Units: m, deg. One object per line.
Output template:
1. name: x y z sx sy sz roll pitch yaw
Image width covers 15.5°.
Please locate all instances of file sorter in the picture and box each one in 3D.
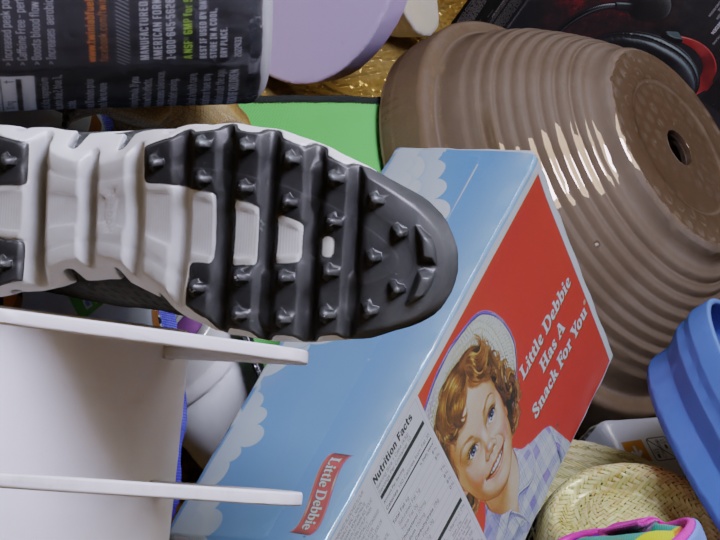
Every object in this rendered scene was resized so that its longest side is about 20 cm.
1. file sorter: -0.101 0.110 0.815 0.138 0.124 0.201 9 84 -32

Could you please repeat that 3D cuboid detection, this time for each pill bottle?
1. pill bottle: -0.132 -0.106 0.892 0.199 0.106 0.106 -2 47 -7

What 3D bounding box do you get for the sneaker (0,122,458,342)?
1. sneaker: -0.052 -0.016 0.861 0.199 0.067 0.090 5 4 25

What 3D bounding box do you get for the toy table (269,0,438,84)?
1. toy table: -0.005 -0.196 1.257 0.183 0.201 0.117 15 17 28

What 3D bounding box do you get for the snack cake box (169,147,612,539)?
1. snack cake box: 0.017 0.063 0.986 0.200 0.067 0.115 -59 139 -35

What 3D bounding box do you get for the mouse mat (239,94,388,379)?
1. mouse mat: 0.000 0.000 1.088 0.200 0.008 0.161 -5 70 -58

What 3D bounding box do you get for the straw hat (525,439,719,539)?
1. straw hat: 0.107 0.123 1.031 0.200 0.085 0.202 9 50 -11

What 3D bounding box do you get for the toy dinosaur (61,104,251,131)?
1. toy dinosaur: -0.051 -0.039 0.974 0.200 0.058 0.101 29 30 -26

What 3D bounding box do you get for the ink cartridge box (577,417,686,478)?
1. ink cartridge box: 0.210 0.150 1.156 0.197 0.047 0.200 -1 54 -39

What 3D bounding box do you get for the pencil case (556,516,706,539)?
1. pencil case: 0.124 0.184 0.955 0.088 0.088 0.200 -43 110 -52

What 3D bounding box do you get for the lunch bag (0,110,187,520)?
1. lunch bag: -0.163 0.014 0.948 0.170 0.124 0.200 10 38 -32

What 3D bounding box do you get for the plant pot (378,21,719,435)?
1. plant pot: 0.107 -0.034 1.177 0.201 0.093 0.201 37 37 -34

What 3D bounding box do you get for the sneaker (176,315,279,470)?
1. sneaker: -0.040 0.021 1.092 0.100 0.075 0.200 53 32 -18

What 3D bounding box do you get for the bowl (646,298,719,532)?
1. bowl: 0.185 0.103 1.055 0.201 0.039 0.201 48 15 -17

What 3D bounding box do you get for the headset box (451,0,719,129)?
1. headset box: 0.163 -0.110 1.300 0.199 0.149 0.075 23 41 -17
